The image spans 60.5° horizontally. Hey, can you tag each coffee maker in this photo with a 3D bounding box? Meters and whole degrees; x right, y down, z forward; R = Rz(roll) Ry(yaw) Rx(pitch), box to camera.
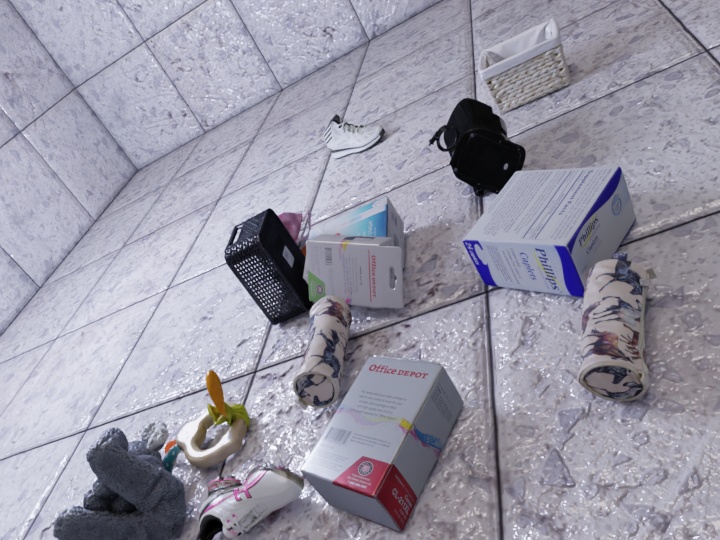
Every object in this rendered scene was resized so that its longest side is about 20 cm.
[{"bbox_3d":[0.232,-0.274,1.268,0.134,0.191,0.202,-40,23,21],"label":"coffee maker"}]

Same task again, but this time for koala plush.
[{"bbox_3d":[-0.376,0.352,1.026,0.181,0.180,0.200,-63,17,-1],"label":"koala plush"}]

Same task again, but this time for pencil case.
[{"bbox_3d":[0.323,0.071,0.778,0.088,0.078,0.202,-28,26,41],"label":"pencil case"},{"bbox_3d":[-0.064,0.140,1.065,0.090,0.077,0.202,-51,18,34],"label":"pencil case"}]

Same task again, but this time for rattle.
[{"bbox_3d":[-0.304,0.272,1.078,0.195,0.143,0.133,-14,52,21],"label":"rattle"}]

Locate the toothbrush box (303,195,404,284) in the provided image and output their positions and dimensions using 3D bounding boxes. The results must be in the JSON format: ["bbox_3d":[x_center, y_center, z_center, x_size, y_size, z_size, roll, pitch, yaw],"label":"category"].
[{"bbox_3d":[-0.012,-0.043,1.273,0.196,0.086,0.149,-22,40,24],"label":"toothbrush box"}]

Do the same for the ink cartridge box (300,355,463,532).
[{"bbox_3d":[0.034,0.225,0.843,0.143,0.084,0.202,-2,43,45],"label":"ink cartridge box"}]

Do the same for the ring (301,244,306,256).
[{"bbox_3d":[-0.079,-0.054,1.443,0.196,0.019,0.203,-25,31,16],"label":"ring"}]

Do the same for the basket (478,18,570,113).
[{"bbox_3d":[0.396,-0.487,1.483,0.195,0.125,0.137,-18,32,26],"label":"basket"}]

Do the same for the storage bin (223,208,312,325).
[{"bbox_3d":[-0.183,-0.007,1.290,0.092,0.202,0.137,-22,30,18],"label":"storage bin"}]

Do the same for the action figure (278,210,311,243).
[{"bbox_3d":[-0.183,-0.049,1.488,0.144,0.138,0.202,-5,29,-5],"label":"action figure"}]

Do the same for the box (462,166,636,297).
[{"bbox_3d":[0.298,-0.065,0.977,0.197,0.106,0.185,7,48,51],"label":"box"}]

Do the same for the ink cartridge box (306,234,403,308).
[{"bbox_3d":[0.000,0.000,1.141,0.195,0.121,0.067,5,15,27],"label":"ink cartridge box"}]

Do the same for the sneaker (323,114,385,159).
[{"bbox_3d":[-0.030,-0.409,1.817,0.196,0.117,0.077,-13,34,33],"label":"sneaker"}]

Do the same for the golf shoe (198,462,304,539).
[{"bbox_3d":[-0.158,0.341,0.891,0.197,0.072,0.094,-28,33,33],"label":"golf shoe"}]
